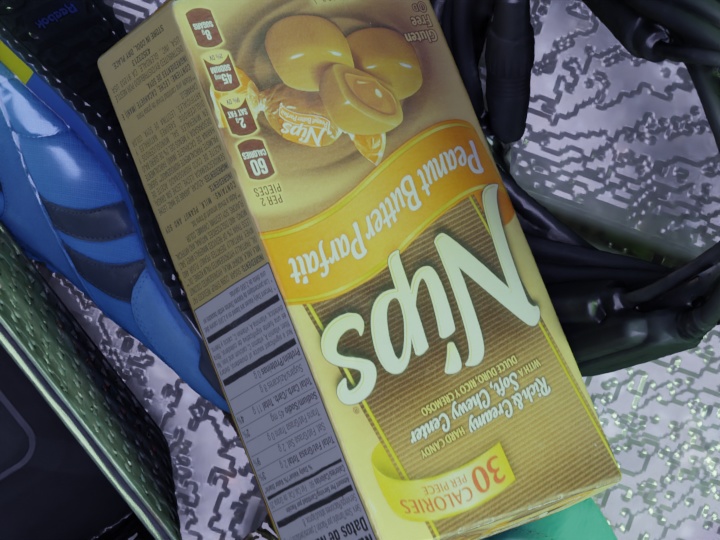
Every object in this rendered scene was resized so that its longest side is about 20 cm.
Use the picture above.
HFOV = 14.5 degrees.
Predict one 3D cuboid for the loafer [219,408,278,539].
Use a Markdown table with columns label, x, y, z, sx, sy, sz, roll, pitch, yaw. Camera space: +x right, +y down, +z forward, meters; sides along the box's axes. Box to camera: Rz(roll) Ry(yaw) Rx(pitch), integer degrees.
| label | x | y | z | sx | sy | sz | roll | pitch | yaw |
| --- | --- | --- | --- | --- | --- | --- | --- | --- | --- |
| loafer | -0.010 | 0.106 | 1.034 | 0.071 | 0.073 | 0.200 | -17 | 85 | 4 |

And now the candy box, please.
| label | x | y | z | sx | sy | sz | roll | pitch | yaw |
| --- | --- | --- | --- | --- | --- | --- | --- | --- | --- |
| candy box | 0.000 | 0.000 | 0.974 | 0.115 | 0.055 | 0.200 | -14 | 77 | -41 |

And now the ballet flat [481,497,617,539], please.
| label | x | y | z | sx | sy | sz | roll | pitch | yaw |
| --- | --- | --- | --- | --- | --- | --- | --- | --- | --- |
| ballet flat | 0.075 | 0.155 | 1.008 | 0.067 | 0.070 | 0.200 | -29 | 76 | 31 |

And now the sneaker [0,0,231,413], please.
| label | x | y | z | sx | sy | sz | roll | pitch | yaw |
| --- | --- | --- | --- | --- | --- | --- | --- | --- | --- |
| sneaker | -0.091 | -0.021 | 1.012 | 0.200 | 0.066 | 0.078 | 53 | 130 | 9 |

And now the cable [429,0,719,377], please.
| label | x | y | z | sx | sy | sz | roll | pitch | yaw |
| --- | --- | --- | --- | --- | --- | --- | --- | --- | --- |
| cable | 0.091 | -0.050 | 0.970 | 0.051 | 0.200 | 0.163 | -16 | 86 | -29 |

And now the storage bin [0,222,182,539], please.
| label | x | y | z | sx | sy | sz | roll | pitch | yaw |
| --- | --- | --- | --- | --- | --- | --- | --- | --- | --- |
| storage bin | -0.164 | 0.053 | 0.972 | 0.135 | 0.094 | 0.200 | -33 | 113 | 6 |
